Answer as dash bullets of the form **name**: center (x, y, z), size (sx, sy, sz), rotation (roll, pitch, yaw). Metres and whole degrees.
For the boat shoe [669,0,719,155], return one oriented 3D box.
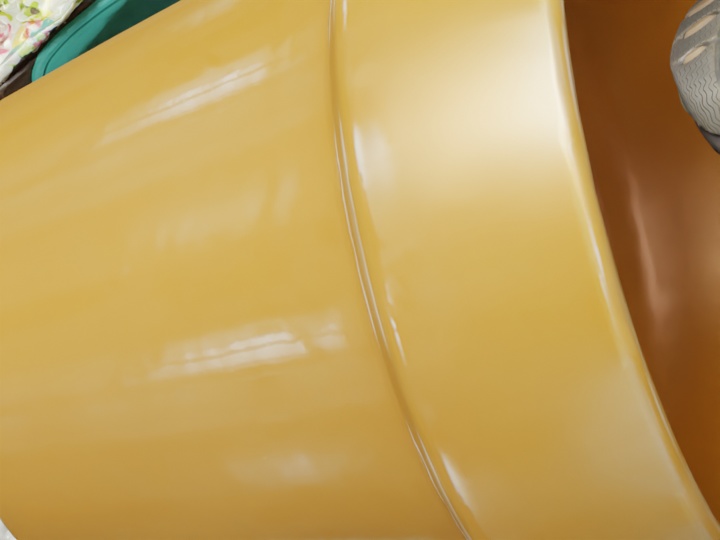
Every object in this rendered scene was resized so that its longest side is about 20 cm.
- **boat shoe**: center (0.141, -0.063, 0.723), size (0.074, 0.200, 0.074), rotation (-30, 97, 36)

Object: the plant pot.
- **plant pot**: center (0.000, 0.000, 0.724), size (0.182, 0.200, 0.201), rotation (-14, 72, 21)

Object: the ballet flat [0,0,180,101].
- **ballet flat**: center (-0.109, -0.054, 0.797), size (0.064, 0.076, 0.200), rotation (42, 75, 13)
